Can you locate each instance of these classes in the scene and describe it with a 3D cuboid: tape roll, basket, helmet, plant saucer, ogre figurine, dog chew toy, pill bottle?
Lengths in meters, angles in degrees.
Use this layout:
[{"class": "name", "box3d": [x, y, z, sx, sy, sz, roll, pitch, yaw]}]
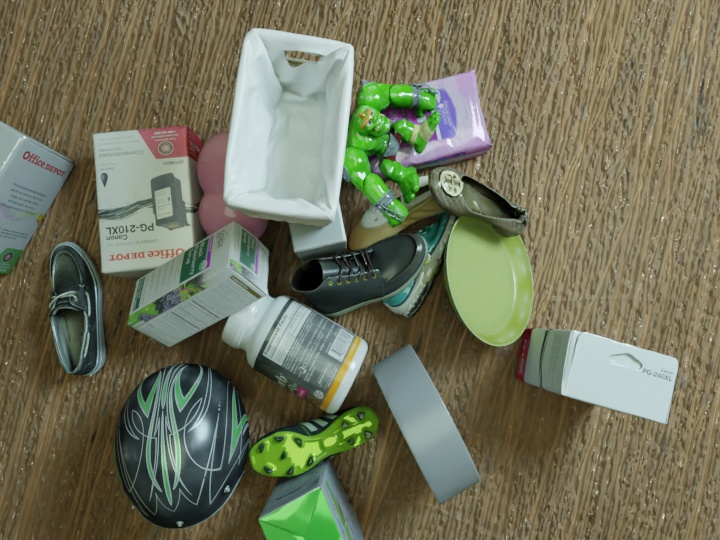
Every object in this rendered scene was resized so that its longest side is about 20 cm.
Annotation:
[{"class": "tape roll", "box3d": [0.087, 0.209, 0.789, 0.065, 0.200, 0.205, -28, 87, -3]}, {"class": "basket", "box3d": [-0.082, -0.160, 0.695, 0.130, 0.123, 0.208, 7, 86, -2]}, {"class": "helmet", "box3d": [-0.242, 0.233, 0.786, 0.192, 0.191, 0.208, 0, 86, -1]}, {"class": "plant saucer", "box3d": [0.185, 0.009, 0.845, 0.195, 0.031, 0.208, 10, 74, -37]}, {"class": "ogre figurine", "box3d": [0.034, -0.175, 0.792, 0.116, 0.098, 0.206, 18, 96, -14]}, {"class": "dog chew toy", "box3d": [-0.186, -0.096, 0.850, 0.120, 0.125, 0.208, 7, 95, 0]}, {"class": "pill bottle", "box3d": [-0.095, 0.110, 0.836, 0.196, 0.116, 0.119, 29, 86, 2]}]

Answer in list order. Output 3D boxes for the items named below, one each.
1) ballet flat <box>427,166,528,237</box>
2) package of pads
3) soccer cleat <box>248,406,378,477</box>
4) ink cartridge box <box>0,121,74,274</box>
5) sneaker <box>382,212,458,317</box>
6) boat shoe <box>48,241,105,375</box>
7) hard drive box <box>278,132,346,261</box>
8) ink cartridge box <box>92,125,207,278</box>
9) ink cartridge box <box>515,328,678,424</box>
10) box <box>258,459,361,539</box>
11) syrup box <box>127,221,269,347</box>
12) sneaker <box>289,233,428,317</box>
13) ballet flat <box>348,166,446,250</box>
[{"class": "ballet flat", "box3d": [0.173, -0.097, 0.809, 0.196, 0.046, 0.070, 22, 67, -34]}, {"class": "package of pads", "box3d": [0.095, -0.221, 0.880, 0.193, 0.076, 0.125, -13, 84, -2]}, {"class": "soccer cleat", "box3d": [-0.066, 0.250, 0.842, 0.193, 0.081, 0.070, -17, 84, -4]}, {"class": "ink cartridge box", "box3d": [-0.529, -0.106, 0.828, 0.082, 0.145, 0.204, 29, 86, 1]}, {"class": "sneaker", "box3d": [0.093, -0.031, 0.871, 0.078, 0.078, 0.204, 29, 83, 15]}, {"class": "boat shoe", "box3d": [-0.427, 0.055, 0.856, 0.070, 0.071, 0.207, -15, 86, -2]}, {"class": "hard drive box", "box3d": [-0.075, -0.125, 0.832, 0.074, 0.156, 0.207, -11, 87, -3]}, {"class": "ink cartridge box", "box3d": [-0.311, -0.099, 0.861, 0.139, 0.084, 0.208, -5, 87, -1]}, {"class": "ink cartridge box", "box3d": [0.316, 0.139, 0.797, 0.140, 0.200, 0.086, 15, 86, 0]}, {"class": "box", "box3d": [-0.047, 0.384, 0.788, 0.094, 0.177, 0.205, -23, 87, -3]}, {"class": "syrup box", "box3d": [-0.222, 0.023, 0.793, 0.196, 0.081, 0.081, -27, 47, 24]}, {"class": "sneaker", "box3d": [0.000, 0.000, 0.819, 0.196, 0.106, 0.076, -31, 62, 15]}, {"class": "ballet flat", "box3d": [0.058, -0.096, 0.856, 0.195, 0.070, 0.064, -25, 128, 14]}]
